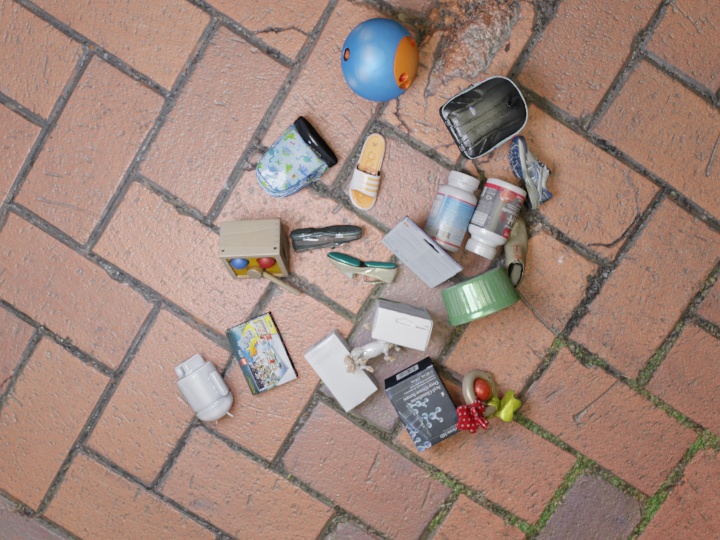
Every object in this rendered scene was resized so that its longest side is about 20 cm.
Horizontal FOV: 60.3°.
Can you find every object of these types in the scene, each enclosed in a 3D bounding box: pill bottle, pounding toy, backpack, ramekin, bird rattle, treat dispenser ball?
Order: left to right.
[{"bbox_3d":[-0.261,-0.028,1.648,0.183,0.200,0.143,-2,67,2],"label":"pounding toy"},{"bbox_3d":[-0.186,-0.283,1.643,0.200,0.154,0.163,-35,101,17],"label":"backpack"},{"bbox_3d":[0.049,-0.532,1.569,0.200,0.201,0.202,0,96,1],"label":"treat dispenser ball"},{"bbox_3d":[0.243,-0.157,1.649,0.108,0.109,0.201,21,96,-1],"label":"pill bottle"},{"bbox_3d":[0.310,0.065,1.630,0.199,0.200,0.098,-22,88,4],"label":"ramekin"},{"bbox_3d":[0.323,0.352,1.681,0.199,0.113,0.164,-1,66,-34],"label":"bird rattle"},{"bbox_3d":[0.323,-0.399,1.601,0.199,0.151,0.178,-31,97,11],"label":"backpack"},{"bbox_3d":[0.353,-0.135,1.648,0.110,0.111,0.201,22,96,-1],"label":"pill bottle"}]

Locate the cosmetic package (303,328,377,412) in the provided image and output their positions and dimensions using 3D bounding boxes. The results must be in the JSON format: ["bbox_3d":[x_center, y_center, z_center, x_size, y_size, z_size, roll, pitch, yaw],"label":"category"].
[{"bbox_3d":[-0.052,0.275,1.716,0.113,0.081,0.200,-35,95,5],"label":"cosmetic package"}]

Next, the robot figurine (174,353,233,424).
[{"bbox_3d":[-0.429,0.332,1.714,0.169,0.113,0.201,-29,95,43],"label":"robot figurine"}]

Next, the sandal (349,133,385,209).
[{"bbox_3d":[0.018,-0.269,1.668,0.079,0.059,0.208,12,96,1],"label":"sandal"}]

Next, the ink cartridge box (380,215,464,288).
[{"bbox_3d":[0.166,-0.053,1.622,0.200,0.200,0.041,43,67,-3],"label":"ink cartridge box"}]

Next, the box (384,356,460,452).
[{"bbox_3d":[0.175,0.366,1.705,0.148,0.107,0.201,-29,95,3],"label":"box"}]

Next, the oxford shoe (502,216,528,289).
[{"bbox_3d":[0.424,-0.046,1.672,0.070,0.075,0.201,0,96,1],"label":"oxford shoe"}]

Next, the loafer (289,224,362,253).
[{"bbox_3d":[-0.091,-0.085,1.694,0.199,0.072,0.063,-2,116,8],"label":"loafer"}]

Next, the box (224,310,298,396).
[{"bbox_3d":[-0.277,0.232,1.737,0.136,0.038,0.201,-22,95,3],"label":"box"}]

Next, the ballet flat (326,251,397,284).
[{"bbox_3d":[0.000,0.000,1.697,0.199,0.069,0.070,11,96,0],"label":"ballet flat"}]

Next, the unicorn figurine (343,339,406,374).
[{"bbox_3d":[0.047,0.214,1.651,0.199,0.137,0.074,-6,100,-13],"label":"unicorn figurine"}]

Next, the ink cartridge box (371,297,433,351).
[{"bbox_3d":[0.106,0.139,1.637,0.144,0.200,0.084,14,95,0],"label":"ink cartridge box"}]

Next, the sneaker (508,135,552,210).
[{"bbox_3d":[0.459,-0.268,1.659,0.085,0.077,0.201,-20,102,-6],"label":"sneaker"}]
